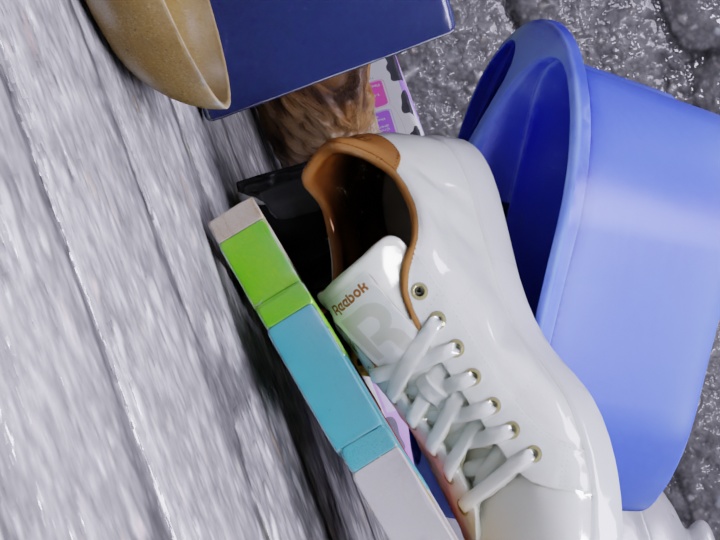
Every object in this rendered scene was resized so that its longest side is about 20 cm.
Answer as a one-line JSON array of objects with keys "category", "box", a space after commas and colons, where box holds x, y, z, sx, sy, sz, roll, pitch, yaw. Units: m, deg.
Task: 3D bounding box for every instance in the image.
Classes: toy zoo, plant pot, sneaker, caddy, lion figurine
[{"category": "toy zoo", "box": [0.014, 0.079, 0.929, 0.201, 0.020, 0.131, 59, -1, 23]}, {"category": "plant pot", "box": [-0.089, -0.143, 0.852, 0.200, 0.027, 0.201, -21, 90, -87]}, {"category": "sneaker", "box": [0.026, 0.038, 0.946, 0.084, 0.073, 0.201, 6, 52, -43]}, {"category": "sneaker", "box": [0.000, 0.000, 1.090, 0.200, 0.070, 0.091, 22, 52, -84]}, {"category": "caddy", "box": [0.071, 0.003, 1.038, 0.141, 0.104, 0.201, -143, -116, -70]}, {"category": "lion figurine", "box": [0.000, -0.132, 1.248, 0.123, 0.072, 0.200, 58, -43, 21]}]

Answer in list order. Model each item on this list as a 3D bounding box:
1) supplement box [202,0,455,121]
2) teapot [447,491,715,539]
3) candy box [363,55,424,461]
[{"category": "supplement box", "box": [-0.037, -0.161, 1.093, 0.200, 0.109, 0.109, -100, 170, -65]}, {"category": "teapot", "box": [0.121, 0.164, 1.413, 0.198, 0.145, 0.201, -103, 172, -65]}, {"category": "candy box", "box": [0.016, -0.017, 1.396, 0.200, 0.071, 0.168, -106, 176, -51]}]
